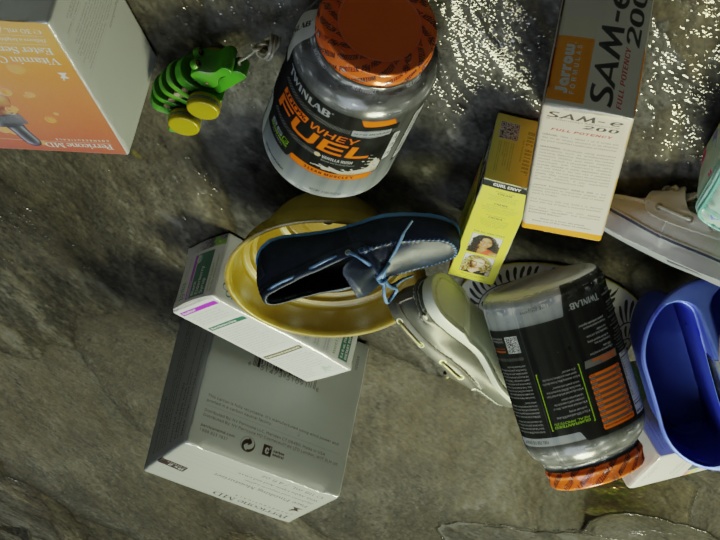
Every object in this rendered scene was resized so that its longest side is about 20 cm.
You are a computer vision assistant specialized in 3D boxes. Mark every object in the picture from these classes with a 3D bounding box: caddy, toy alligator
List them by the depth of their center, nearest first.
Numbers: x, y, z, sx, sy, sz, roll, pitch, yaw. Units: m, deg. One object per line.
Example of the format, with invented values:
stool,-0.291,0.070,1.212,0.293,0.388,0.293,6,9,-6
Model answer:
toy alligator,-0.139,-0.173,1.552,0.054,0.059,0.200,24,151,-23
caddy,0.345,0.095,1.717,0.141,0.105,0.200,-19,107,1

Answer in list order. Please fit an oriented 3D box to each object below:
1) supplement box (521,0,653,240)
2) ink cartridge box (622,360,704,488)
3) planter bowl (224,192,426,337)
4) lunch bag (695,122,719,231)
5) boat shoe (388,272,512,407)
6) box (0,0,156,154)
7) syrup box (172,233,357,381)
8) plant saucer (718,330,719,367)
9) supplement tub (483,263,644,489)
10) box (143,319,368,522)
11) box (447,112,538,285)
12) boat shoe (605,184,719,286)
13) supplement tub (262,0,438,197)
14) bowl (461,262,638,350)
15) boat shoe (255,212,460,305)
supplement box,0.183,-0.128,1.430,0.073,0.126,0.200,10,154,5
ink cartridge box,0.343,0.150,1.862,0.200,0.117,0.067,-8,147,-36
planter bowl,-0.033,-0.021,1.760,0.200,0.084,0.201,1,144,1
lunch bag,0.393,-0.074,1.499,0.199,0.077,0.160,13,153,-1
boat shoe,0.103,0.076,1.762,0.060,0.072,0.202,-19,134,29
box,-0.285,-0.198,1.513,0.152,0.107,0.200,3,152,17
syrup box,-0.100,0.043,1.938,0.200,0.079,0.081,31,149,-32
plant saucer,0.421,0.058,1.661,0.200,0.201,0.032,23,-174,-21
supplement tub,0.203,0.104,1.718,0.122,0.200,0.123,-17,-174,2
box,-0.119,0.158,2.036,0.199,0.200,0.131,22,151,-20
box,0.126,-0.064,1.641,0.050,0.075,0.200,14,155,0
boat shoe,0.289,-0.043,1.617,0.200,0.070,0.071,26,180,29
supplement tub,-0.007,-0.154,1.465,0.122,0.123,0.200,15,153,-6
bowl,0.196,0.079,1.867,0.200,0.094,0.201,10,153,5
boat shoe,0.000,0.000,1.658,0.200,0.069,0.084,-13,142,20
